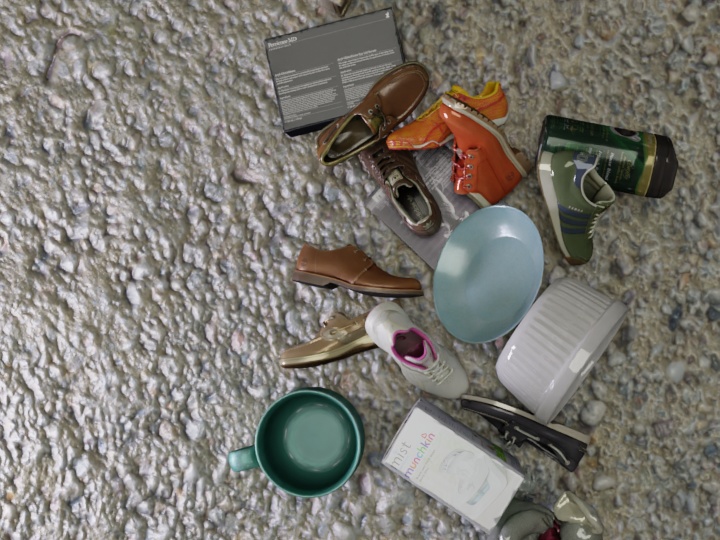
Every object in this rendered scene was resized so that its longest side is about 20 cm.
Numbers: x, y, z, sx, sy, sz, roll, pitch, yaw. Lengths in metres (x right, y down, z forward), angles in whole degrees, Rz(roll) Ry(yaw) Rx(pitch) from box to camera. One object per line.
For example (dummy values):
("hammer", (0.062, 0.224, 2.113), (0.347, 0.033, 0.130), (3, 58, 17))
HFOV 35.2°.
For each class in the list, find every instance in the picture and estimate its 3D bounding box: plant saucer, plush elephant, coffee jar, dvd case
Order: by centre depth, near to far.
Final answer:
("plush elephant", (0.268, 0.383, 1.581), (0.153, 0.165, 0.202), (7, 62, 30))
("plant saucer", (0.189, 0.009, 1.614), (0.200, 0.038, 0.204), (-20, 61, 40))
("coffee jar", (0.353, -0.163, 1.628), (0.197, 0.104, 0.086), (11, 111, 6))
("dvd case", (0.124, -0.087, 1.691), (0.200, 0.016, 0.149), (43, 90, 7))

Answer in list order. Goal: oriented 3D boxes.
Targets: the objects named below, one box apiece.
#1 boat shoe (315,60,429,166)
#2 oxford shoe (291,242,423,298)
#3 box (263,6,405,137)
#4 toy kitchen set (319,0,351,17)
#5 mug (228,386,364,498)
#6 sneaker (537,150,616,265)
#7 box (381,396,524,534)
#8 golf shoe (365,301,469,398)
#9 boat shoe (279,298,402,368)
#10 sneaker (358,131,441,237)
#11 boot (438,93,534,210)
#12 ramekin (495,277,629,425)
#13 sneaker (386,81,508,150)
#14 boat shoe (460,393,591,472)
("boat shoe", (0.021, -0.214, 1.613), (0.200, 0.068, 0.072), (-41, 109, 15))
("oxford shoe", (0.000, 0.000, 1.673), (0.197, 0.071, 0.072), (12, 83, 7))
("box", (-0.030, -0.292, 1.684), (0.197, 0.079, 0.143), (-13, 90, 5))
("toy kitchen set", (0.050, -0.459, 1.642), (0.179, 0.163, 0.202), (27, 90, 6))
("mug", (-0.083, 0.241, 1.645), (0.183, 0.114, 0.154), (18, 89, 7))
("sneaker", (0.315, -0.086, 1.588), (0.089, 0.201, 0.067), (-3, 42, 28))
("box", (0.130, 0.263, 1.581), (0.175, 0.200, 0.097), (32, 90, 5))
("golf shoe", (0.089, 0.129, 1.618), (0.200, 0.092, 0.076), (40, 91, -26))
("boat shoe", (-0.028, 0.095, 1.674), (0.198, 0.071, 0.065), (-16, 81, -6))
("sneaker", (0.055, -0.141, 1.654), (0.070, 0.076, 0.201), (-36, 82, 2))
("boot", (0.158, -0.164, 1.607), (0.107, 0.075, 0.200), (-47, 128, 3))
("ramekin", (0.276, 0.104, 1.582), (0.105, 0.200, 0.201), (36, 91, 15))
("sneaker", (0.121, -0.224, 1.650), (0.198, 0.073, 0.078), (-23, 108, -20))
("boat shoe", (0.232, 0.233, 1.638), (0.198, 0.073, 0.063), (21, 88, 1))
